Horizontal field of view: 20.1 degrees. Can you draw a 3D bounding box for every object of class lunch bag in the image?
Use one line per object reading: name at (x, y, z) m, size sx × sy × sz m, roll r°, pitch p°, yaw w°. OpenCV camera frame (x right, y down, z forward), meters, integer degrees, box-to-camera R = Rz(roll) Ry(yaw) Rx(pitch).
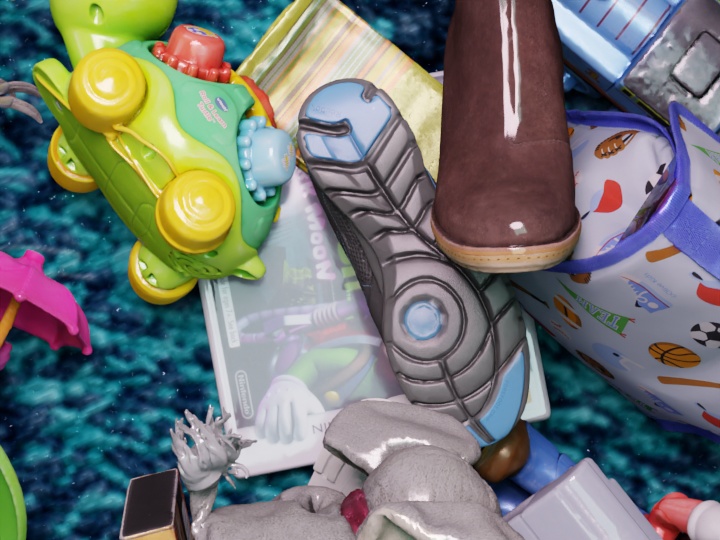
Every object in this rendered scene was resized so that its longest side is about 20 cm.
lunch bag at (0.171, 0.004, 1.028) m, size 0.170 × 0.200 × 0.124 m, roll 37°, pitch 84°, yaw -16°

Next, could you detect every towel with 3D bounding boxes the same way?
towel at (0.024, -0.066, 1.113) m, size 0.199 × 0.018 × 0.086 m, roll 38°, pitch 88°, yaw -1°

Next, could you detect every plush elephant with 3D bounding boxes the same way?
plush elephant at (0.004, 0.143, 0.960) m, size 0.153 × 0.165 × 0.202 m, roll -9°, pitch 114°, yaw 3°

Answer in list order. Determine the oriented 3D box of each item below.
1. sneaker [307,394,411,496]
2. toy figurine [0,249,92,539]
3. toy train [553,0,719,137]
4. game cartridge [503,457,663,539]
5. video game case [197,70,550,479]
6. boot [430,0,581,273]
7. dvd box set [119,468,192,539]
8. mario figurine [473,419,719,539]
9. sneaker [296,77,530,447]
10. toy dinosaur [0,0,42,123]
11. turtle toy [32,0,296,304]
sneaker at (-0.008, 0.151, 1.094) m, size 0.076 × 0.080 × 0.201 m, roll 42°, pitch 110°, yaw 16°
toy figurine at (-0.212, 0.074, 1.052) m, size 0.149 × 0.184 × 0.201 m, roll 31°, pitch 126°, yaw -1°
toy train at (0.136, -0.135, 1.096) m, size 0.200 × 0.114 × 0.087 m, roll 40°, pitch 86°, yaw 0°
game cartridge at (0.088, 0.203, 1.069) m, size 0.200 × 0.040 × 0.134 m, roll -41°, pitch 92°, yaw 28°
video game case at (0.000, 0.000, 1.129) m, size 0.180 × 0.023 × 0.202 m, roll -10°, pitch 87°, yaw -3°
boot at (0.065, -0.104, 0.969) m, size 0.072 × 0.200 × 0.168 m, roll -3°, pitch 115°, yaw 3°
dvd box set at (-0.084, 0.212, 1.027) m, size 0.029 × 0.146 × 0.202 m, roll -13°, pitch 95°, yaw -3°
mario figurine at (0.140, 0.161, 1.081) m, size 0.199 × 0.124 × 0.107 m, roll 28°, pitch 74°, yaw 3°
sneaker at (0.032, -0.004, 1.057) m, size 0.073 × 0.082 × 0.202 m, roll -23°, pitch 84°, yaw 0°
toy dinosaur at (-0.230, -0.083, 1.055) m, size 0.104 × 0.182 × 0.201 m, roll 20°, pitch 45°, yaw 8°
turtle toy at (-0.105, -0.081, 1.060) m, size 0.101 × 0.146 × 0.201 m, roll -34°, pitch 87°, yaw -20°
